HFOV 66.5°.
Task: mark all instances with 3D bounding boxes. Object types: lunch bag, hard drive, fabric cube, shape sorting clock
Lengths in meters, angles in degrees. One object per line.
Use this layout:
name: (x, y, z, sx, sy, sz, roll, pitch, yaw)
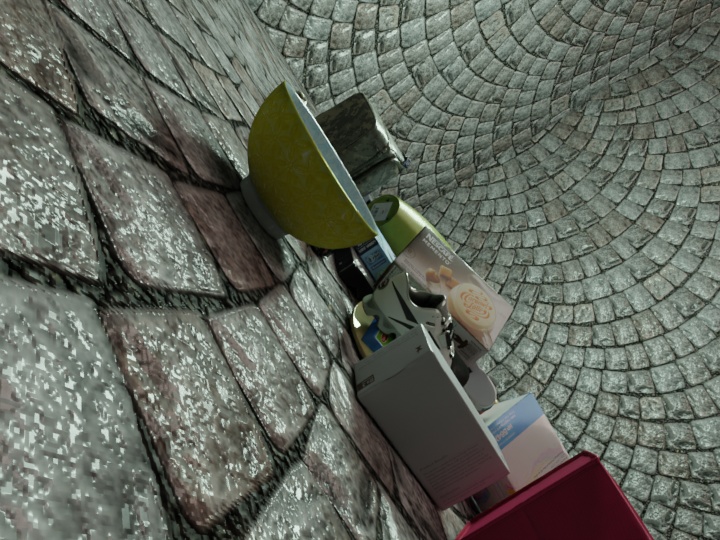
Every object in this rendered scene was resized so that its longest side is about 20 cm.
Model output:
lunch bag: (-0.020, -0.210, 1.053, 0.168, 0.198, 0.141, 47, 15, -49)
hard drive: (0.000, 0.000, 0.992, 0.141, 0.037, 0.201, 56, 8, -26)
fabric cube: (0.240, 0.350, 0.625, 0.202, 0.198, 0.196, 59, 8, 22)
shape sorting clock: (0.060, 0.124, 0.777, 0.199, 0.039, 0.202, 41, 24, -22)

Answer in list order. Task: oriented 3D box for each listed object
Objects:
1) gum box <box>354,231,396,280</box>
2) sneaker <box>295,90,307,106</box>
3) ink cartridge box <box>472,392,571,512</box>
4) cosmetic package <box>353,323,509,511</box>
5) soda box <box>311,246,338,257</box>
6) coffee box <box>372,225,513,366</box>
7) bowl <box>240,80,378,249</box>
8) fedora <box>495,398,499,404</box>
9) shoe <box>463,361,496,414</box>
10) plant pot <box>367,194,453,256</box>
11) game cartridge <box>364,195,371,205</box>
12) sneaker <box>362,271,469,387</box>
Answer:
gum box: (0.049, -0.005, 1.023, 0.202, 0.044, 0.170, 56, 9, -16)
sneaker: (-0.151, -0.347, 1.183, 0.071, 0.075, 0.201, 53, 10, -33)
ink cartridge box: (0.252, 0.326, 0.878, 0.203, 0.123, 0.129, 60, -29, 11)
cosmetic package: (0.084, 0.175, 0.647, 0.202, 0.100, 0.074, 58, 7, -19)
soda box: (-0.082, -0.124, 0.838, 0.203, 0.063, 0.071, 60, 8, 9)
coffee box: (0.135, 0.044, 0.890, 0.200, 0.080, 0.114, 44, 48, 4)
bowl: (-0.074, -0.099, 0.633, 0.202, 0.106, 0.200, 58, 8, -12)
fedora: (0.242, 0.309, 1.056, 0.201, 0.080, 0.205, 161, -89, -90)
shoe: (0.149, 0.159, 0.938, 0.202, 0.070, 0.092, 59, -28, 22)
plant pot: (0.083, -0.058, 1.179, 0.201, 0.185, 0.189, 51, 10, -40)
game cartridge: (-0.014, -0.143, 1.238, 0.132, 0.041, 0.201, 34, -16, 32)
sneaker: (0.100, 0.083, 0.752, 0.200, 0.088, 0.075, 43, 21, -21)
